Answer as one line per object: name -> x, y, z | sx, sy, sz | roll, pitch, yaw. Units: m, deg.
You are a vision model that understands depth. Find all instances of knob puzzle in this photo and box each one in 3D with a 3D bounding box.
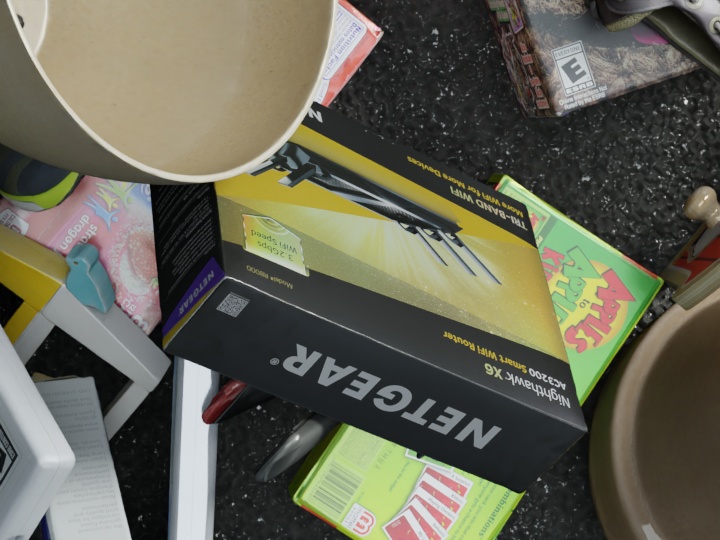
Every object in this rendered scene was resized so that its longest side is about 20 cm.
knob puzzle -> 0.213, -0.065, 1.087 | 0.030, 0.220, 0.220 | 40, 89, -2

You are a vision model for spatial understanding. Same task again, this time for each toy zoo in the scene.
toy zoo -> -0.182, 0.052, 1.091 | 0.131, 0.020, 0.200 | 37, 124, -6

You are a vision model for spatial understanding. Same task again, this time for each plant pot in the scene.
plant pot -> -0.124, -0.128, 0.925 | 0.134, 0.200, 0.200 | -7, 95, 39
plant pot -> 0.232, 0.077, 1.080 | 0.200, 0.175, 0.200 | 4, 70, -12

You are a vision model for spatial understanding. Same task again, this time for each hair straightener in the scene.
hair straightener -> 0.007, 0.062, 1.038 | 0.077, 0.200, 0.041 | 49, 118, 12

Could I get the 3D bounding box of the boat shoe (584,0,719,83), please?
boat shoe -> 0.135, -0.141, 1.043 | 0.200, 0.072, 0.065 | 31, 85, -12

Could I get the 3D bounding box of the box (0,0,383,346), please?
box -> -0.089, -0.071, 1.110 | 0.100, 0.095, 0.200 | 37, 90, -6

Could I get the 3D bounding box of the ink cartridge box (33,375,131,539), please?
ink cartridge box -> -0.118, 0.185, 1.031 | 0.047, 0.200, 0.198 | -10, 128, -12

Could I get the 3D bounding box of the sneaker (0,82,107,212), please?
sneaker -> -0.186, -0.087, 1.046 | 0.081, 0.200, 0.074 | 38, 80, -42

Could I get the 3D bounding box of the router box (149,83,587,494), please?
router box -> 0.000, 0.000, 1.013 | 0.200, 0.157, 0.052 | 24, 125, -29

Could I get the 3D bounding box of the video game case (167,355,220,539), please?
video game case -> -0.082, 0.111, 1.077 | 0.022, 0.182, 0.200 | 3, 93, -4

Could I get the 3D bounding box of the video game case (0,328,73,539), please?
video game case -> -0.217, 0.077, 1.026 | 0.022, 0.200, 0.182 | 2, 132, -43

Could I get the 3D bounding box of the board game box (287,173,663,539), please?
board game box -> 0.059, 0.060, 1.155 | 0.102, 0.048, 0.200 | 33, 90, -7

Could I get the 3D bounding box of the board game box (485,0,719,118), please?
board game box -> 0.134, -0.196, 1.123 | 0.159, 0.097, 0.200 | -20, 95, -4
